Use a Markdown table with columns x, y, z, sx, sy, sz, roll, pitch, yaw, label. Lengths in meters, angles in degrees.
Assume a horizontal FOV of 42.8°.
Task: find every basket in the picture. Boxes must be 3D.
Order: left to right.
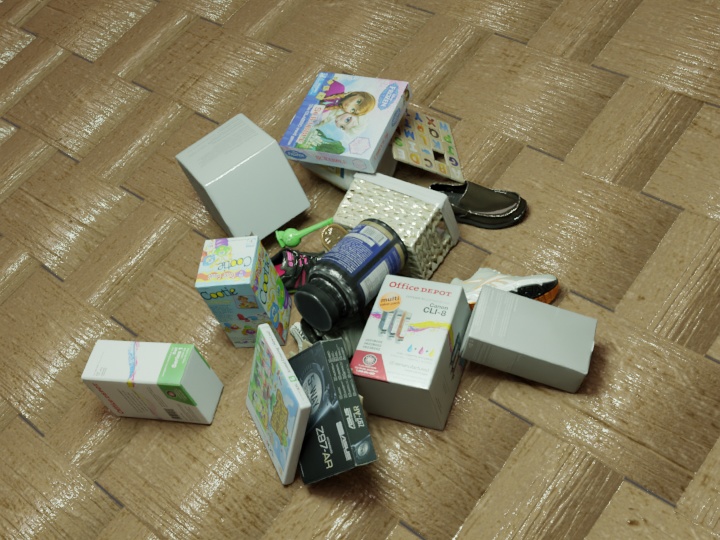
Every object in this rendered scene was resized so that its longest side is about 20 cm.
| x | y | z | sx | sy | sz | roll | pitch | yaw | label |
| --- | --- | --- | --- | --- | --- | --- | --- | --- | --- |
| 0.063 | -0.082 | 1.700 | 0.199 | 0.136 | 0.124 | 20 | 65 | 30 | basket |

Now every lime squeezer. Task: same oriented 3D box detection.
| x | y | z | sx | sy | sz | roll | pitch | yaw | label |
| --- | --- | --- | --- | --- | --- | --- | --- | --- | --- |
| -0.134 | -0.072 | 1.754 | 0.199 | 0.038 | 0.071 | -8 | 41 | 54 | lime squeezer |

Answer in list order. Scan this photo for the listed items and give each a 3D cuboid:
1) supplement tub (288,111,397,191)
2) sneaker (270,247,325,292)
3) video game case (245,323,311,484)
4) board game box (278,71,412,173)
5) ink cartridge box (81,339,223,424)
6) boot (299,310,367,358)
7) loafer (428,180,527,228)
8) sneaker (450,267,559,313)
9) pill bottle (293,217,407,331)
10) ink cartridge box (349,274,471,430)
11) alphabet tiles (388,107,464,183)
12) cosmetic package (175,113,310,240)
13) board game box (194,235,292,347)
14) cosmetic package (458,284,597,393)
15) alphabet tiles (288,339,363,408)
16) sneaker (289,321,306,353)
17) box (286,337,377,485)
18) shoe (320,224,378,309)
| x | y | z | sx | sy | sz | roll | pitch | yaw | label |
| --- | --- | --- | --- | --- | --- | --- | --- | --- | --- |
| -0.038 | -0.246 | 1.845 | 0.199 | 0.145 | 0.145 | 31 | 68 | 32 | supplement tub |
| -0.114 | -0.003 | 1.725 | 0.198 | 0.084 | 0.077 | -17 | 61 | 5 | sneaker |
| -0.140 | 0.220 | 1.510 | 0.022 | 0.201 | 0.182 | -10 | 46 | -26 | video game case |
| -0.028 | -0.287 | 1.753 | 0.198 | 0.041 | 0.201 | 11 | 60 | 25 | board game box |
| -0.366 | 0.196 | 1.623 | 0.198 | 0.145 | 0.084 | 1 | 54 | 19 | ink cartridge box |
| -0.054 | 0.085 | 1.611 | 0.200 | 0.130 | 0.068 | 51 | 123 | 37 | boot |
| 0.212 | -0.129 | 1.727 | 0.198 | 0.072 | 0.073 | 3 | 56 | 20 | loafer |
| 0.244 | 0.026 | 1.606 | 0.198 | 0.076 | 0.092 | -12 | 48 | 8 | sneaker |
| -0.018 | 0.009 | 1.566 | 0.111 | 0.112 | 0.200 | 26 | 53 | 31 | pill bottle |
| 0.090 | 0.132 | 1.527 | 0.144 | 0.145 | 0.201 | 8 | 57 | 23 | ink cartridge box |
| 0.110 | -0.261 | 1.810 | 0.008 | 0.199 | 0.168 | -48 | 38 | 39 | alphabet tiles |
| -0.234 | -0.177 | 1.814 | 0.166 | 0.168 | 0.200 | -35 | 35 | -10 | cosmetic package |
| -0.206 | 0.041 | 1.651 | 0.104 | 0.201 | 0.104 | -4 | 54 | 14 | board game box |
| 0.273 | 0.111 | 1.490 | 0.199 | 0.090 | 0.107 | 20 | 59 | 5 | cosmetic package |
| -0.064 | 0.215 | 1.507 | 0.006 | 0.168 | 0.199 | -7 | 21 | -39 | alphabet tiles |
| -0.089 | 0.168 | 1.602 | 0.082 | 0.078 | 0.201 | -35 | 45 | 6 | sneaker |
| -0.060 | 0.226 | 1.463 | 0.043 | 0.160 | 0.202 | -6 | 74 | -38 | box |
| 0.000 | 0.000 | 1.681 | 0.070 | 0.053 | 0.200 | -37 | 84 | -13 | shoe |
